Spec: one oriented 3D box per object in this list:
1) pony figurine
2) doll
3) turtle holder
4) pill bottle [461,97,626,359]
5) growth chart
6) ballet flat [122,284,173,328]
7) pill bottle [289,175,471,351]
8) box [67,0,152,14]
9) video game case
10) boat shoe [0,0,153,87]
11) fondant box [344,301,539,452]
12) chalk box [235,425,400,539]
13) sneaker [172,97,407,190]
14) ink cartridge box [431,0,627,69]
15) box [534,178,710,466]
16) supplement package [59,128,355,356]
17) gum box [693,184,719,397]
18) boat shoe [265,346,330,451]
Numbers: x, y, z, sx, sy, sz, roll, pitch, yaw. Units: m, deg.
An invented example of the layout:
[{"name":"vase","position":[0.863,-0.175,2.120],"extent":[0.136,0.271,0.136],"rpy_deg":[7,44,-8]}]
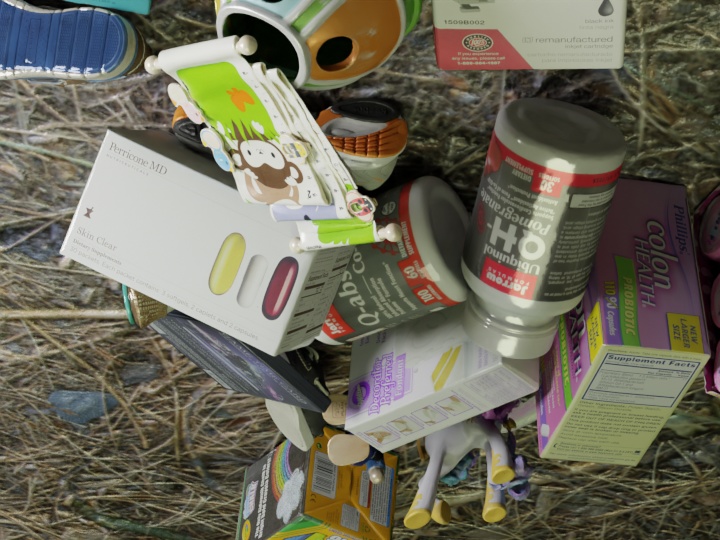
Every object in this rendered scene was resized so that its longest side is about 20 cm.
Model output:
[{"name":"pony figurine","position":[0.115,0.154,1.675],"extent":[0.192,0.201,0.167],"rpy_deg":[-29,127,18]},{"name":"doll","position":[0.003,0.153,1.715],"extent":[0.048,0.138,0.200],"rpy_deg":[-8,175,9]},{"name":"turtle holder","position":[-0.051,-0.210,1.193],"extent":[0.185,0.132,0.141],"rpy_deg":[38,149,0]},{"name":"pill bottle","position":[0.145,-0.032,1.386],"extent":[0.109,0.111,0.202],"rpy_deg":[9,118,-5]},{"name":"growth chart","position":[-0.068,-0.090,1.219],"extent":[0.144,0.018,0.201],"rpy_deg":[-14,119,52]},{"name":"ballet flat","position":[-0.186,0.006,1.523],"extent":[0.065,0.200,0.071],"rpy_deg":[-6,103,-8]},{"name":"pill bottle","position":[0.000,0.000,1.497],"extent":[0.199,0.117,0.116],"rpy_deg":[-21,137,26]},{"name":"box","position":[-0.181,-0.276,1.203],"extent":[0.081,0.050,0.201],"rpy_deg":[9,145,-5]},{"name":"video game case","position":[-0.128,0.079,1.597],"extent":[0.143,0.019,0.199],"rpy_deg":[43,160,-27]},{"name":"boat shoe","position":[-0.258,-0.177,1.326],"extent":[0.198,0.073,0.072],"rpy_deg":[13,179,22]},{"name":"fondant box","position":[0.078,0.070,1.570],"extent":[0.058,0.145,0.199],"rpy_deg":[32,137,-33]},{"name":"chalk box","position":[-0.062,0.280,1.903],"extent":[0.123,0.126,0.200],"rpy_deg":[24,142,-23]},{"name":"sneaker","position":[-0.062,-0.101,1.416],"extent":[0.198,0.076,0.092],"rpy_deg":[8,149,-1]},{"name":"ink cartridge box","position":[0.119,-0.240,1.182],"extent":[0.145,0.083,0.201],"rpy_deg":[1,145,7]},{"name":"box","position":[0.225,0.049,1.486],"extent":[0.096,0.177,0.201],"rpy_deg":[6,145,-9]},{"name":"supplement package","position":[-0.119,-0.028,1.380],"extent":[0.198,0.112,0.156],"rpy_deg":[24,-172,9]},{"name":"gum box","position":[0.354,0.030,1.423],"extent":[0.112,0.202,0.066],"rpy_deg":[15,144,-16]},{"name":"boat shoe","position":[-0.066,0.106,1.677],"extent":[0.074,0.060,0.201],"rpy_deg":[31,155,34]}]
